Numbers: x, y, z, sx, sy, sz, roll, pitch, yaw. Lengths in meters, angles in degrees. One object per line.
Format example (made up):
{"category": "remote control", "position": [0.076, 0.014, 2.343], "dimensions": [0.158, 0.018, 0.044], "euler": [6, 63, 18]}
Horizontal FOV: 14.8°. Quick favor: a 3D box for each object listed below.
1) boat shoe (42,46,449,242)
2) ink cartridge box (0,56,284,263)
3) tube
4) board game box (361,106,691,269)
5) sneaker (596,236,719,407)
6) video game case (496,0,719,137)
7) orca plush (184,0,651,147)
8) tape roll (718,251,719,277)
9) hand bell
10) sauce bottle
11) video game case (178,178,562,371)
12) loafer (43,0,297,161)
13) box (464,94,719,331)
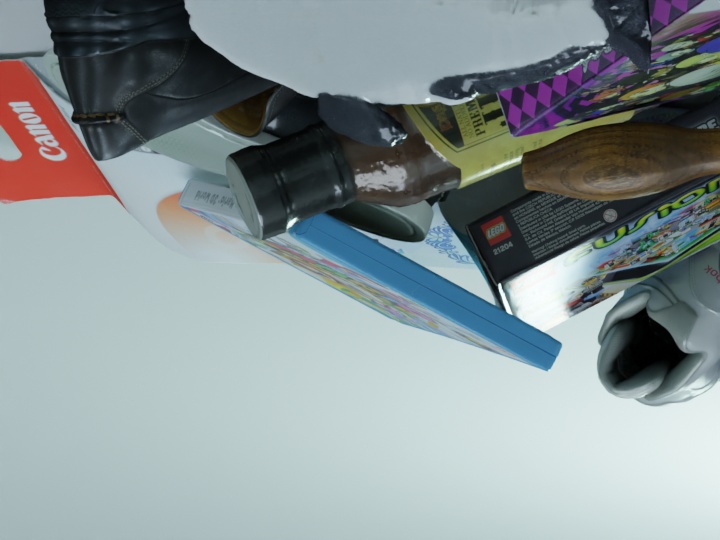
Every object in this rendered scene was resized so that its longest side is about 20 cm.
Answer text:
{"category": "boat shoe", "position": [-0.049, -0.076, 1.298], "dimensions": [0.199, 0.061, 0.076], "euler": [24, 164, 2]}
{"category": "ink cartridge box", "position": [-0.126, -0.056, 1.464], "dimensions": [0.199, 0.050, 0.162], "euler": [-2, 154, 14]}
{"category": "tube", "position": [0.087, -0.014, 1.434], "dimensions": [0.077, 0.051, 0.200], "euler": [-11, 162, 12]}
{"category": "board game box", "position": [0.088, -0.043, 1.493], "dimensions": [0.198, 0.044, 0.200], "euler": [5, 164, 0]}
{"category": "sneaker", "position": [0.155, 0.034, 1.461], "dimensions": [0.078, 0.099, 0.200], "euler": [48, 160, 11]}
{"category": "video game case", "position": [0.171, -0.112, 1.116], "dimensions": [0.180, 0.036, 0.200], "euler": [-14, 172, -23]}
{"category": "orca plush", "position": [0.031, -0.114, 1.065], "dimensions": [0.199, 0.106, 0.071], "euler": [-13, -158, 37]}
{"category": "tape roll", "position": [0.262, 0.033, 1.290], "dimensions": [0.200, 0.201, 0.066], "euler": [18, 124, -40]}
{"category": "hand bell", "position": [0.166, -0.052, 1.164], "dimensions": [0.199, 0.105, 0.104], "euler": [-6, 163, 12]}
{"category": "sauce bottle", "position": [0.038, -0.067, 1.228], "dimensions": [0.199, 0.065, 0.065], "euler": [-24, 170, -13]}
{"category": "video game case", "position": [0.000, 0.000, 1.351], "dimensions": [0.143, 0.018, 0.200], "euler": [29, 175, -20]}
{"category": "loafer", "position": [-0.054, -0.094, 1.209], "dimensions": [0.199, 0.073, 0.073], "euler": [-11, -168, -41]}
{"category": "box", "position": [0.151, -0.037, 1.336], "dimensions": [0.199, 0.035, 0.110], "euler": [-27, 162, 2]}
